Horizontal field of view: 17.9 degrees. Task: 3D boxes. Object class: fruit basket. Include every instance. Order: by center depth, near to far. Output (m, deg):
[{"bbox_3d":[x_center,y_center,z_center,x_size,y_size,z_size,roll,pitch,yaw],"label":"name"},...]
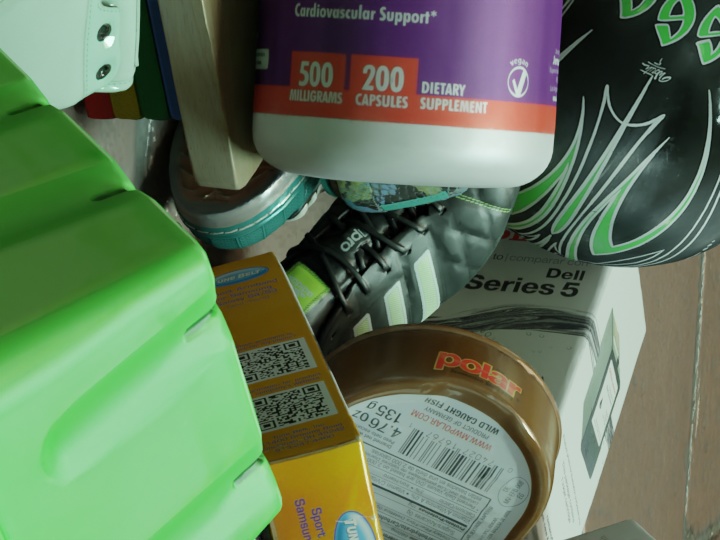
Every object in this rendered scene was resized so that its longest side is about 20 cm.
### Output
[{"bbox_3d":[-0.146,0.044,0.563,0.156,0.214,0.216,76,27,-42],"label":"fruit basket"}]

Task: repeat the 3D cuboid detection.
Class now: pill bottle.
[{"bbox_3d":[0.020,-0.133,0.831,0.112,0.112,0.201,-8,102,-70],"label":"pill bottle"}]

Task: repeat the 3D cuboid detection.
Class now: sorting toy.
[{"bbox_3d":[-0.058,-0.169,0.872,0.199,0.069,0.201,-62,150,-49],"label":"sorting toy"}]

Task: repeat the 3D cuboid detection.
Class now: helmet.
[{"bbox_3d":[0.124,-0.095,1.052,0.191,0.199,0.200,-61,165,14],"label":"helmet"}]

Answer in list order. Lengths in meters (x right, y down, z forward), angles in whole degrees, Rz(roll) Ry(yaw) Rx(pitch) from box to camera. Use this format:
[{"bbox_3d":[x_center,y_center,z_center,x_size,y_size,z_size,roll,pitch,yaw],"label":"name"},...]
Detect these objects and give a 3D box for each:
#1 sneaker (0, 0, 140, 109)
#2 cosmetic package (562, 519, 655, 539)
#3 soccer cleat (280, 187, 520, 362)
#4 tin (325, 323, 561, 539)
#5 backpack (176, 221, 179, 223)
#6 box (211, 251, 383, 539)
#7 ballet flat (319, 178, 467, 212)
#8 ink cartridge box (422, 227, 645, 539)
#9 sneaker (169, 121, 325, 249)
[{"bbox_3d":[-0.074,-0.125,0.729,0.200,0.074,0.119,-32,139,-13],"label":"sneaker"},{"bbox_3d":[0.051,0.178,0.923,0.101,0.199,0.072,-138,-141,-57],"label":"cosmetic package"},{"bbox_3d":[0.000,0.000,0.977,0.200,0.067,0.081,-53,157,14],"label":"soccer cleat"},{"bbox_3d":[0.008,0.104,0.982,0.200,0.112,0.042,-57,-171,38],"label":"tin"},{"bbox_3d":[-0.103,0.080,0.723,0.167,0.126,0.201,-72,159,-66],"label":"backpack"},{"bbox_3d":[-0.023,0.076,0.831,0.200,0.041,0.120,-114,-169,-67],"label":"box"},{"bbox_3d":[0.033,-0.118,0.940,0.074,0.074,0.201,40,57,-67],"label":"ballet flat"},{"bbox_3d":[0.045,0.062,1.109,0.200,0.145,0.084,-66,152,-44],"label":"ink cartridge box"},{"bbox_3d":[-0.023,-0.059,0.995,0.200,0.071,0.080,-63,147,-49],"label":"sneaker"}]
